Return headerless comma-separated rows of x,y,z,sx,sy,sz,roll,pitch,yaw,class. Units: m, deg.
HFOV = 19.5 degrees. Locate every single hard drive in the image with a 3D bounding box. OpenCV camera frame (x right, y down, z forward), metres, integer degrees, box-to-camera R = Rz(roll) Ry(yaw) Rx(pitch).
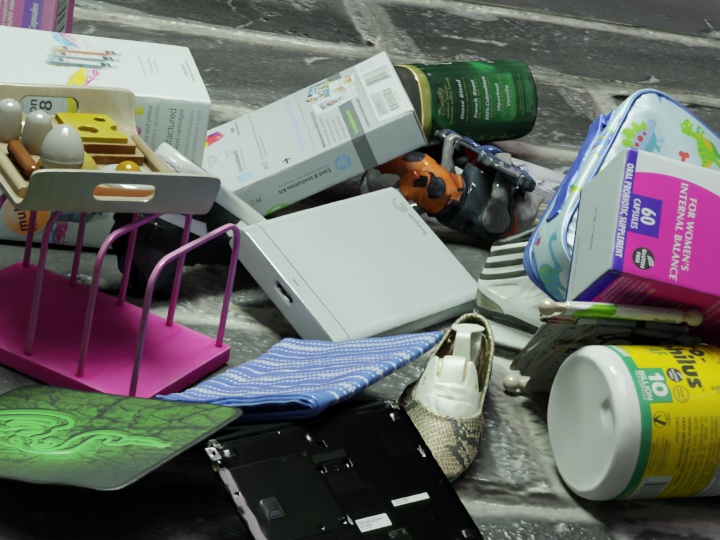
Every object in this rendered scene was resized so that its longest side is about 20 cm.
0.000,0.000,1.734,0.199,0.027,0.132,-17,61,-49,hard drive

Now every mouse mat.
-0.198,0.110,1.397,0.199,0.008,0.161,3,17,29,mouse mat

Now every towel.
-0.045,0.074,1.524,0.144,0.024,0.200,-5,10,30,towel

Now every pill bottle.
0.249,0.111,1.549,0.199,0.113,0.113,1,25,-24,pill bottle

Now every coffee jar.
0.077,-0.168,2.124,0.199,0.086,0.104,-8,4,-38,coffee jar

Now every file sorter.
-0.207,0.000,1.568,0.199,0.126,0.139,21,24,21,file sorter

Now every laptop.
-0.045,0.154,1.440,0.177,0.103,0.201,-10,57,-40,laptop

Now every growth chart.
0.187,0.062,1.598,0.144,0.200,0.018,2,68,-7,growth chart

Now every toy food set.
-0.205,-0.098,1.558,0.143,0.061,0.200,0,24,-26,toy food set

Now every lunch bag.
0.229,-0.037,1.680,0.160,0.082,0.201,36,58,-10,lunch bag

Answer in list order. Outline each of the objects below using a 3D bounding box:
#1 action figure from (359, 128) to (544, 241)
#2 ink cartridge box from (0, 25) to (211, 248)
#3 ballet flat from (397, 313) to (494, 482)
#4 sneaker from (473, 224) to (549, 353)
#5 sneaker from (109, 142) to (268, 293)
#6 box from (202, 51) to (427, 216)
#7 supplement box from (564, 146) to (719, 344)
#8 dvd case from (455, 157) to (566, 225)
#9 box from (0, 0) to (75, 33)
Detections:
0.075,-0.077,1.947,0.192,0.105,0.200,13,10,-15,action figure
-0.243,-0.112,1.782,0.199,0.146,0.145,4,24,-15,ink cartridge box
0.068,0.083,1.572,0.067,0.076,0.200,17,24,4,ballet flat
0.194,0.021,1.718,0.199,0.116,0.076,13,17,4,sneaker
-0.140,-0.021,1.723,0.073,0.112,0.200,38,-1,35,sneaker
-0.049,-0.118,1.896,0.199,0.041,0.156,-23,27,1,box
0.268,-0.007,1.570,0.199,0.102,0.103,14,-21,-11,supplement box
0.177,-0.071,2.055,0.199,0.016,0.149,16,24,12,dvd case
-0.373,-0.226,1.940,0.199,0.177,0.097,12,22,1,box
